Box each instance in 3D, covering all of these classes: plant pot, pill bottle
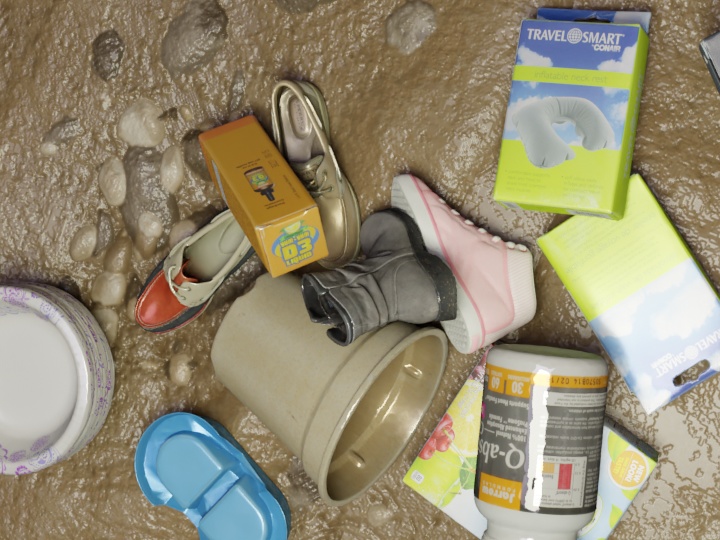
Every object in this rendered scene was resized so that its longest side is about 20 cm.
[{"bbox_3d":[-0.043,0.099,1.314,0.182,0.200,0.202,33,101,23],"label":"plant pot"},{"bbox_3d":[0.165,0.174,1.216,0.115,0.116,0.203,6,91,15],"label":"pill bottle"}]

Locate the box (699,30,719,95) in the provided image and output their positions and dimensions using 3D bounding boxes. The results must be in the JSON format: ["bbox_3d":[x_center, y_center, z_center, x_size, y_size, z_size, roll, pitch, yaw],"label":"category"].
[{"bbox_3d":[0.428,-0.184,1.195,0.198,0.104,0.150,-25,86,16],"label":"box"}]

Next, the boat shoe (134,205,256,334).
[{"bbox_3d":[-0.172,-0.002,1.399,0.199,0.063,0.072,-39,84,16],"label":"boat shoe"}]

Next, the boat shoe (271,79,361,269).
[{"bbox_3d":[-0.052,-0.098,1.357,0.071,0.065,0.203,-14,89,16],"label":"boat shoe"}]

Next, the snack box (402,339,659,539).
[{"bbox_3d":[0.169,0.195,1.309,0.199,0.068,0.170,34,100,10],"label":"snack box"}]

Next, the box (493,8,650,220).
[{"bbox_3d":[0.204,-0.157,1.258,0.120,0.048,0.203,7,85,24],"label":"box"}]

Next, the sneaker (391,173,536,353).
[{"bbox_3d":[0.107,-0.018,1.319,0.103,0.076,0.202,-18,64,-17],"label":"sneaker"}]

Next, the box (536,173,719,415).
[{"bbox_3d":[0.275,0.022,1.279,0.121,0.048,0.202,-33,83,15],"label":"box"}]

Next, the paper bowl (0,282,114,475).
[{"bbox_3d":[-0.363,0.115,1.438,0.197,0.104,0.204,1,93,15],"label":"paper bowl"}]

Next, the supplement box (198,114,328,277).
[{"bbox_3d":[-0.098,-0.077,1.305,0.066,0.200,0.070,-21,126,-11],"label":"supplement box"}]

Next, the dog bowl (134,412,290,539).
[{"bbox_3d":[-0.153,0.239,1.414,0.112,0.050,0.200,-45,80,13],"label":"dog bowl"}]

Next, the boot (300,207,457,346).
[{"bbox_3d":[0.000,0.000,1.269,0.130,0.200,0.071,-11,113,-17],"label":"boot"}]
